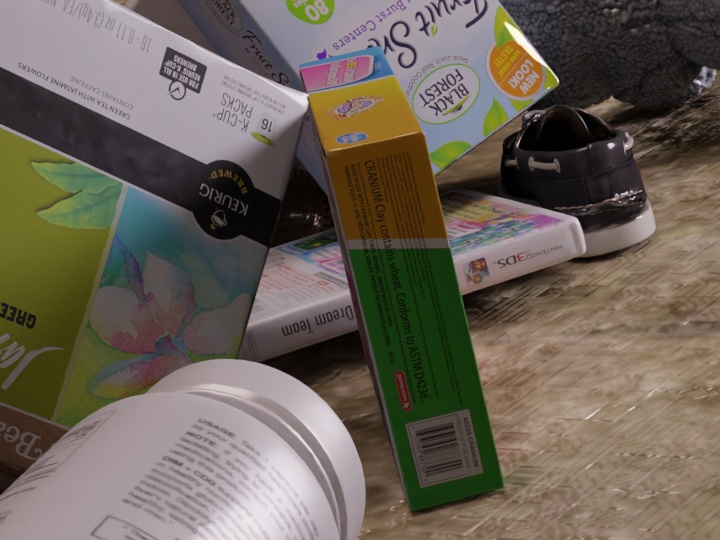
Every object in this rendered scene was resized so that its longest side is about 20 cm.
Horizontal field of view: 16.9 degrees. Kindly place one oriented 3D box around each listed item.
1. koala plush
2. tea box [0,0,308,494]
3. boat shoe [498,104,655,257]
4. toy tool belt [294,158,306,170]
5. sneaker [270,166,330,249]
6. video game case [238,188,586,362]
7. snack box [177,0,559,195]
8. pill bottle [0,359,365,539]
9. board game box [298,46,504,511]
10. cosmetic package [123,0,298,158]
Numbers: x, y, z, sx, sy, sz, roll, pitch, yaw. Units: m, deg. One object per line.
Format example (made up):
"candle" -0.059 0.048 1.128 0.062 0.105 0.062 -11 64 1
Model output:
"koala plush" 0.192 -0.158 1.399 0.200 0.178 0.184 8 25 36
"tea box" -0.156 -0.015 0.996 0.200 0.197 0.134 24 -15 -34
"boat shoe" 0.111 -0.060 1.318 0.074 0.060 0.200 -14 16 1
"toy tool belt" -0.113 -0.088 1.507 0.200 0.123 0.125 -12 15 10
"sneaker" -0.124 -0.038 1.359 0.112 0.071 0.200 -2 -10 43
"video game case" 0.000 0.000 1.252 0.182 0.024 0.200 -18 10 -12
"snack box" -0.006 -0.140 1.312 0.142 0.200 0.053 -36 -1 -32
"pill bottle" -0.073 0.108 0.798 0.113 0.113 0.200 -8 17 22
"board game box" 0.014 -0.004 1.042 0.040 0.153 0.200 -14 16 -1
"cosmetic package" -0.029 -0.130 1.402 0.108 0.200 0.085 -51 10 13
